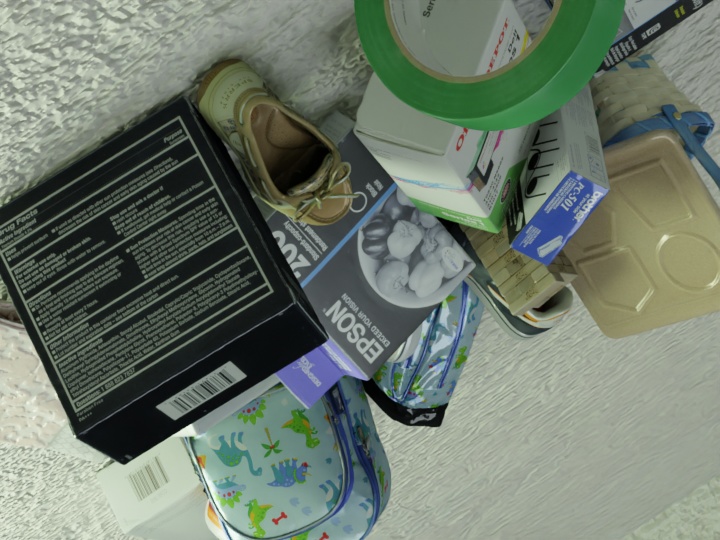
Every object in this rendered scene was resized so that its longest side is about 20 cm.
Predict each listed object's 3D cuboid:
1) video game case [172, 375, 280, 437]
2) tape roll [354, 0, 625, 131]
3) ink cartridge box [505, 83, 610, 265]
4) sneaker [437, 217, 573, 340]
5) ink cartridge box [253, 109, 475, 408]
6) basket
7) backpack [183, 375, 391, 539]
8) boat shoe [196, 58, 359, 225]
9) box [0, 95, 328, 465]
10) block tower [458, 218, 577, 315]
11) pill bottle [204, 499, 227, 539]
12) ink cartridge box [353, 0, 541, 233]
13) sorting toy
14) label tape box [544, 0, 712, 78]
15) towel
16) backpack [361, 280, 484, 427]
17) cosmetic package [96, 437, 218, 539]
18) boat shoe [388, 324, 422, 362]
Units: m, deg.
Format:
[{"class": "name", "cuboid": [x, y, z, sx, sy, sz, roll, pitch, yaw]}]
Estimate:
[{"class": "video game case", "cuboid": [-0.131, 0.101, 1.757, 0.199, 0.023, 0.181, -34, -166, -35]}, {"class": "tape roll", "cuboid": [0.090, -0.202, 1.331, 0.200, 0.202, 0.048, -39, 156, 22]}, {"class": "ink cartridge box", "cuboid": [0.163, -0.105, 1.631, 0.044, 0.201, 0.094, 25, 124, -19]}, {"class": "sneaker", "cuboid": [0.118, -0.024, 1.733, 0.079, 0.200, 0.079, -28, -156, 55]}, {"class": "ink cartridge box", "cuboid": [-0.024, 0.000, 1.627, 0.200, 0.043, 0.198, -46, 124, -5]}, {"class": "basket", "cuboid": [0.258, -0.087, 1.770, 0.138, 0.201, 0.177, -15, 152, -37]}, {"class": "backpack", "cuboid": [-0.071, 0.188, 1.811, 0.181, 0.202, 0.147, -21, -172, 12]}, {"class": "boat shoe", "cuboid": [-0.058, -0.088, 1.493, 0.073, 0.063, 0.200, -49, 139, -1]}, {"class": "box", "cuboid": [-0.161, 0.009, 1.469, 0.199, 0.200, 0.123, -30, 160, 2]}, {"class": "block tower", "cuboid": [0.118, -0.056, 1.671, 0.054, 0.201, 0.058, -40, 155, 26]}, {"class": "pill bottle", "cuboid": [-0.091, 0.183, 1.950, 0.112, 0.113, 0.202, -7, 119, -43]}, {"class": "ink cartridge box", "cuboid": [0.081, -0.134, 1.528, 0.146, 0.083, 0.200, -69, 159, -9]}, {"class": "sorting toy", "cuboid": [0.255, -0.033, 1.711, 0.184, 0.201, 0.037, -19, -153, 42]}, {"class": "label tape box", "cuboid": [0.252, -0.262, 1.580, 0.199, 0.064, 0.144, -33, 158, 9]}, {"class": "towel", "cuboid": [-0.275, 0.101, 1.640, 0.189, 0.033, 0.200, 15, 141, -27]}, {"class": "backpack", "cuboid": [0.051, 0.028, 1.833, 0.153, 0.164, 0.201, 8, 130, -37]}, {"class": "cosmetic package", "cuboid": [-0.189, 0.241, 2.079, 0.112, 0.082, 0.200, -34, 158, 10]}, {"class": "boat shoe", "cuboid": [0.003, 0.001, 1.703, 0.086, 0.074, 0.204, -25, 123, -35]}]
